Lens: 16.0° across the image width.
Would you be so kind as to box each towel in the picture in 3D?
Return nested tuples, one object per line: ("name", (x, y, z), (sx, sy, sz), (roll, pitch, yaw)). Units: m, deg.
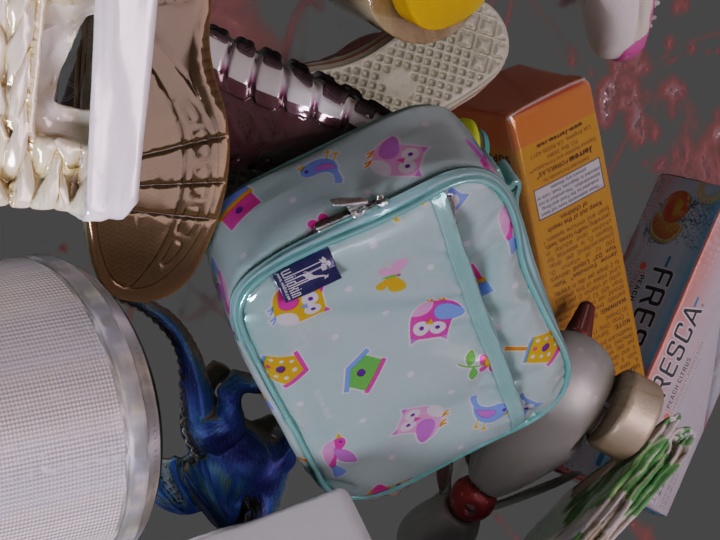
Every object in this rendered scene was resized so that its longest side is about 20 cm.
("towel", (0.098, 0.172, 1.418), (0.023, 0.153, 0.200), (44, 53, -2))

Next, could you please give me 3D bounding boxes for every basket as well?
("basket", (-0.174, -0.104, 1.154), (0.123, 0.200, 0.136), (3, 100, -19))

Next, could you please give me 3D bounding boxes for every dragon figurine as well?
("dragon figurine", (-0.082, 0.103, 1.378), (0.099, 0.059, 0.200), (-53, 128, -17))

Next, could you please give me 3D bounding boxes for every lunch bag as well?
("lunch bag", (0.019, 0.017, 1.295), (0.160, 0.077, 0.200), (-23, 135, 0))

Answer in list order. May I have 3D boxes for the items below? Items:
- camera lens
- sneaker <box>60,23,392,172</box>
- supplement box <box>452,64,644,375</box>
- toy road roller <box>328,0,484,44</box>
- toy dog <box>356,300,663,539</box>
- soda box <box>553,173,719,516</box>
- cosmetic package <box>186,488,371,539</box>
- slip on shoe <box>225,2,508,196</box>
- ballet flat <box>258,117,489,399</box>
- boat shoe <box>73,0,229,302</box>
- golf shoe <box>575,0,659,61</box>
("camera lens", (-0.206, 0.081, 1.207), (0.200, 0.160, 0.160), (-10, 107, -37))
("sneaker", (-0.065, -0.058, 1.318), (0.200, 0.076, 0.116), (25, 97, -3))
("supplement box", (0.108, -0.015, 1.499), (0.069, 0.067, 0.200), (-29, 117, -30))
("toy road roller", (-0.036, -0.196, 1.309), (0.146, 0.123, 0.200), (-31, 118, -13))
("toy dog", (0.086, 0.086, 1.467), (0.132, 0.200, 0.096), (49, 34, -22))
("soda box", (0.187, 0.046, 1.579), (0.068, 0.064, 0.200), (29, 83, -39))
("cosmetic package", (-0.049, 0.250, 1.287), (0.165, 0.200, 0.165), (-18, 152, -17))
("slip on shoe", (-0.012, -0.087, 1.388), (0.200, 0.061, 0.074), (-30, 97, -17))
("ballet flat", (0.000, 0.000, 1.386), (0.067, 0.067, 0.200), (15, 118, -26))
("boat shoe", (-0.106, -0.086, 1.247), (0.072, 0.065, 0.200), (-3, 99, -17))
("golf shoe", (0.115, -0.210, 1.464), (0.092, 0.075, 0.200), (-19, 111, -18))
